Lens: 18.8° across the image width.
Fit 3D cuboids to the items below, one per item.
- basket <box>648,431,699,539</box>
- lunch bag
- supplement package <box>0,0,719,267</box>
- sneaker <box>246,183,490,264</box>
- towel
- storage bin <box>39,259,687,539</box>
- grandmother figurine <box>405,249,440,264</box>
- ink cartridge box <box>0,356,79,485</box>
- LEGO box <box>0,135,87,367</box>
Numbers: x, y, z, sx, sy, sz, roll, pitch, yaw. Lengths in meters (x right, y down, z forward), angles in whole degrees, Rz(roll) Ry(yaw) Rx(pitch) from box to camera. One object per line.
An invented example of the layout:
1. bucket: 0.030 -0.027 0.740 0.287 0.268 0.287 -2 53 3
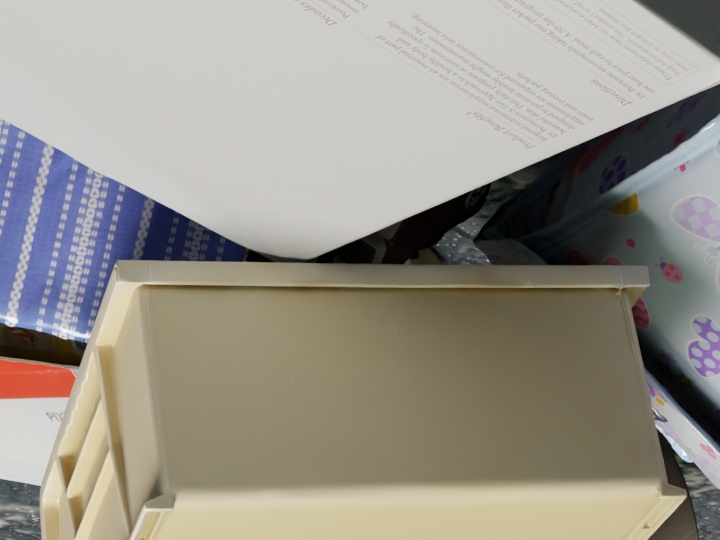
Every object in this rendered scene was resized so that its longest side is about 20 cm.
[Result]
1. basket: 0.067 0.151 1.156 0.200 0.180 0.136 -11 140 -15
2. lunch bag: 0.158 0.008 0.877 0.170 0.127 0.200 47 142 -9
3. supplement package: -0.016 -0.126 0.690 0.191 0.147 0.200 29 144 -36
4. sneaker: 0.000 0.000 0.927 0.115 0.076 0.200 -17 145 -56
5. towel: -0.135 -0.052 0.842 0.200 0.145 0.024 13 -178 2
6. storage bin: -0.008 0.086 0.834 0.200 0.094 0.199 0 150 -18
7. grandmother figurine: -0.036 0.044 1.106 0.200 0.061 0.121 -11 120 33
8. ink cartridge box: -0.166 0.074 1.042 0.160 0.047 0.200 -4 168 43
9. LEGO box: -0.125 -0.031 0.956 0.149 0.077 0.200 5 151 1
